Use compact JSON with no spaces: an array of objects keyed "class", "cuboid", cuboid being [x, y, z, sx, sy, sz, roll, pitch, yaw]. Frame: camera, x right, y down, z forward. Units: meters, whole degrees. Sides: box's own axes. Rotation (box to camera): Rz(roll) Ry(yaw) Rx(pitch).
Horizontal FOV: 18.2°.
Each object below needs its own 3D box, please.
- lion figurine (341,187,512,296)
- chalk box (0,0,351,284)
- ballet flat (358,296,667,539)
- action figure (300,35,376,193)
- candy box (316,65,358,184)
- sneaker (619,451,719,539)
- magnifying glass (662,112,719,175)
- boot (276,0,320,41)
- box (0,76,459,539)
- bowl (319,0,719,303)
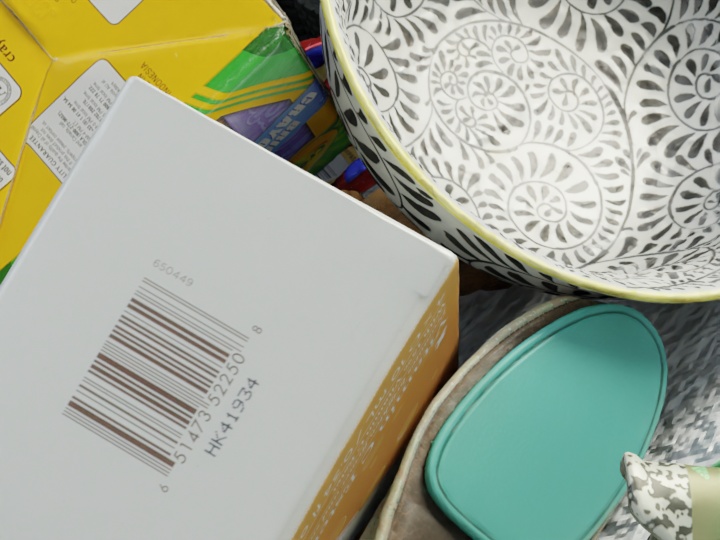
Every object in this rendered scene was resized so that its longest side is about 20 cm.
[{"class":"lion figurine","cuboid":[0.000,0.000,0.812,0.200,0.073,0.122,-36,10,-29]},{"class":"chalk box","cuboid":[-0.090,-0.058,0.737,0.124,0.125,0.200,-41,-12,-2]},{"class":"ballet flat","cuboid":[0.019,0.085,0.654,0.200,0.067,0.062,-53,16,-28]},{"class":"action figure","cuboid":[-0.033,-0.052,0.899,0.199,0.066,0.052,-25,-4,12]},{"class":"candy box","cuboid":[-0.008,-0.093,1.077,0.200,0.056,0.117,-47,22,-9]},{"class":"sneaker","cuboid":[0.099,0.068,0.504,0.200,0.089,0.077,-40,20,4]},{"class":"magnifying glass","cuboid":[0.179,-0.089,0.776,0.200,0.022,0.080,-40,20,8]},{"class":"boot","cuboid":[0.030,-0.135,0.985,0.131,0.068,0.200,-41,51,-14]},{"class":"box","cuboid":[-0.042,0.045,0.639,0.125,0.097,0.200,-60,-8,-8]},{"class":"bowl","cuboid":[0.062,-0.066,0.732,0.201,0.200,0.094,-55,4,-32]}]
